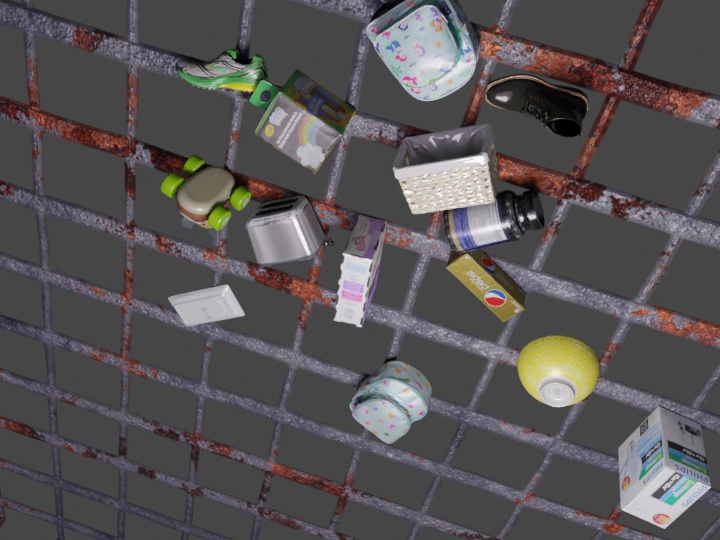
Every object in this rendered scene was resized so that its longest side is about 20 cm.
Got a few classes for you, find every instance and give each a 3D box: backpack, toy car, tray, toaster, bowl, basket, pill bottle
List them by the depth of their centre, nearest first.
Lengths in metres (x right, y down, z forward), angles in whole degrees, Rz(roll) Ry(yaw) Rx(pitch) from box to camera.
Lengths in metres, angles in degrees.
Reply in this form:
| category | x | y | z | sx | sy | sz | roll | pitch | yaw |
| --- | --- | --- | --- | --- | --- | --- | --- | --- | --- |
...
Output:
| category | x | y | z | sx | sy | sz | roll | pitch | yaw |
| --- | --- | --- | --- | --- | --- | --- | --- | --- | --- |
| backpack | 0.128 | -0.426 | 1.462 | 0.177 | 0.151 | 0.200 | -24 | 120 | 28 |
| basket | 0.185 | -0.209 | 1.608 | 0.200 | 0.136 | 0.123 | -6 | 127 | 20 |
| pill bottle | 0.288 | -0.110 | 1.661 | 0.200 | 0.112 | 0.112 | -13 | 121 | 24 |
| toaster | -0.173 | -0.094 | 1.811 | 0.200 | 0.114 | 0.129 | -8 | 120 | 24 |
| toy car | -0.374 | -0.140 | 1.826 | 0.164 | 0.158 | 0.200 | 34 | 140 | 6 |
| bowl | 0.481 | 0.268 | 1.884 | 0.200 | 0.108 | 0.200 | 8 | 128 | 11 |
| backpack | 0.085 | 0.344 | 2.034 | 0.176 | 0.153 | 0.200 | 40 | 120 | -7 |
| tray | -0.421 | 0.102 | 2.086 | 0.200 | 0.022 | 0.107 | -12 | 122 | 24 |

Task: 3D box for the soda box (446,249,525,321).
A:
| category | x | y | z | sx | sy | sz | roll | pitch | yaw |
| --- | --- | --- | --- | --- | --- | --- | --- | --- | --- |
| soda box | 0.293 | 0.024 | 1.788 | 0.200 | 0.064 | 0.068 | 43 | 126 | -15 |

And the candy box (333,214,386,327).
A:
| category | x | y | z | sx | sy | sz | roll | pitch | yaw |
| --- | --- | --- | --- | --- | --- | --- | --- | --- | --- |
| candy box | 0.000 | 0.000 | 1.792 | 0.071 | 0.168 | 0.200 | 13 | 128 | 6 |

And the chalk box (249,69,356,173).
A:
| category | x | y | z | sx | sy | sz | roll | pitch | yaw |
| --- | --- | --- | --- | --- | --- | --- | --- | --- | --- |
| chalk box | -0.133 | -0.327 | 1.623 | 0.200 | 0.124 | 0.124 | 34 | 128 | -8 |

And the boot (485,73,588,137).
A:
| category | x | y | z | sx | sy | sz | roll | pitch | yaw |
| --- | --- | --- | --- | --- | --- | --- | --- | --- | --- |
| boot | 0.335 | -0.313 | 1.481 | 0.200 | 0.138 | 0.078 | 8 | 127 | 13 |

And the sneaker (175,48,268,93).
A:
| category | x | y | z | sx | sy | sz | roll | pitch | yaw |
| --- | --- | --- | --- | --- | --- | --- | --- | --- | --- |
| sneaker | -0.293 | -0.432 | 1.632 | 0.200 | 0.078 | 0.085 | 4 | 120 | 3 |

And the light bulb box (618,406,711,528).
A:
| category | x | y | z | sx | sy | sz | roll | pitch | yaw |
| --- | --- | --- | --- | --- | --- | --- | --- | --- | --- |
| light bulb box | 0.744 | 0.486 | 1.905 | 0.125 | 0.200 | 0.198 | 23 | 128 | -1 |

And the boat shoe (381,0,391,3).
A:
| category | x | y | z | sx | sy | sz | roll | pitch | yaw |
| --- | --- | --- | --- | --- | --- | --- | --- | --- | --- |
| boat shoe | -0.011 | -0.573 | 1.441 | 0.201 | 0.072 | 0.061 | 45 | 129 | -9 |
